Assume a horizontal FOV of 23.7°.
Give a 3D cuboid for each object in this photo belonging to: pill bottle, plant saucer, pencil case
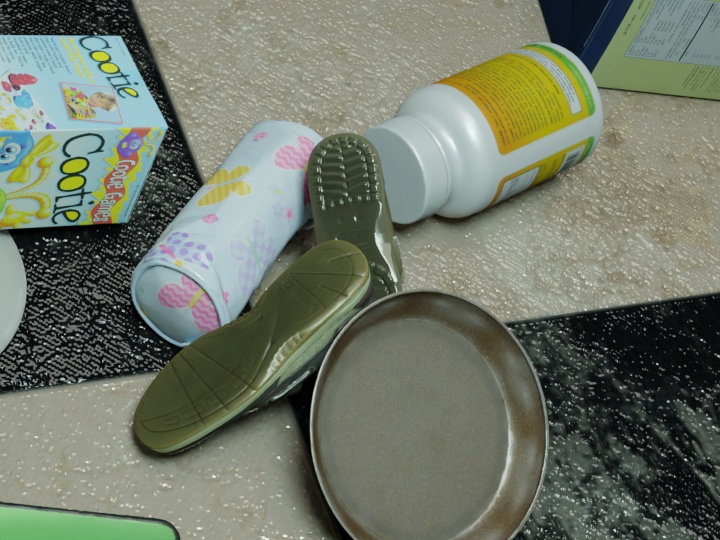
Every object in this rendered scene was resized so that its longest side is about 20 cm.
[{"bbox_3d":[0.096,-0.109,1.412,0.200,0.111,0.111,-25,66,-36],"label":"pill bottle"},{"bbox_3d":[0.045,0.114,1.218,0.199,0.032,0.201,6,78,-29],"label":"plant saucer"},{"bbox_3d":[-0.092,-0.029,1.289,0.083,0.091,0.200,6,39,29],"label":"pencil case"}]

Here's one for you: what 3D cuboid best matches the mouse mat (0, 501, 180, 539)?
[{"bbox_3d":[-0.191,0.238,1.084,0.160,0.008,0.201,9,52,-16],"label":"mouse mat"}]

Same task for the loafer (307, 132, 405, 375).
[{"bbox_3d":[0.000,0.000,1.280,0.076,0.067,0.201,-1,87,11],"label":"loafer"}]

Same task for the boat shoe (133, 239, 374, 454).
[{"bbox_3d":[-0.067,0.064,1.206,0.201,0.066,0.072,-42,52,-7],"label":"boat shoe"}]

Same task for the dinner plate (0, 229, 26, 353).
[{"bbox_3d":[-0.333,-0.001,1.205,0.199,0.024,0.201,12,49,-14],"label":"dinner plate"}]

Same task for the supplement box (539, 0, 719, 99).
[{"bbox_3d":[0.283,-0.282,1.613,0.199,0.134,0.201,4,52,-20],"label":"supplement box"}]

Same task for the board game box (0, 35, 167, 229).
[{"bbox_3d":[-0.259,-0.099,1.240,0.199,0.103,0.105,-4,50,-34],"label":"board game box"}]
